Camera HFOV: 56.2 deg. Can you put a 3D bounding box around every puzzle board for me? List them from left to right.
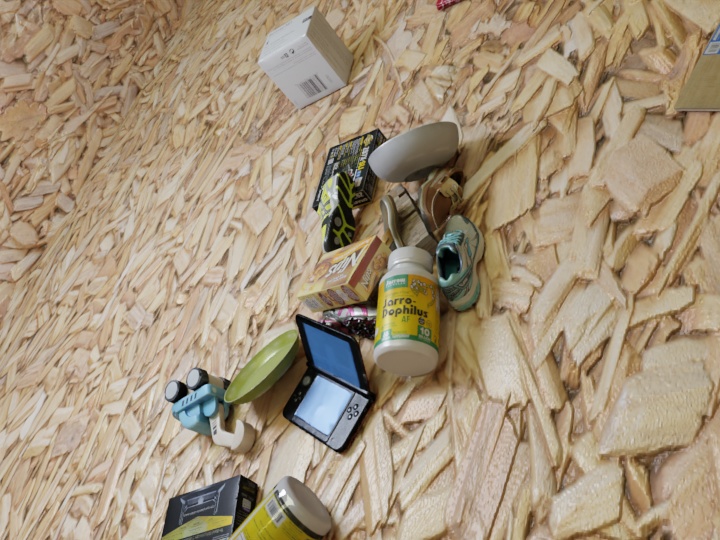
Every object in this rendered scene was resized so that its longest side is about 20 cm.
[{"bbox_3d":[0.619,-0.335,1.089,0.149,0.017,0.202,16,69,52],"label":"puzzle board"}]

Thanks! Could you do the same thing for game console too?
[{"bbox_3d":[-0.077,0.200,1.221,0.198,0.119,0.174,15,68,51],"label":"game console"}]

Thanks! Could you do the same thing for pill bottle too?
[{"bbox_3d":[-0.148,0.442,1.079,0.201,0.112,0.112,-48,37,0],"label":"pill bottle"},{"bbox_3d":[0.083,0.067,1.169,0.111,0.112,0.204,-17,52,33],"label":"pill bottle"}]

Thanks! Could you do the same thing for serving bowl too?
[{"bbox_3d":[0.118,-0.230,1.389,0.197,0.199,0.067,-25,82,27],"label":"serving bowl"}]

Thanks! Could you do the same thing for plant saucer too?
[{"bbox_3d":[-0.192,0.200,1.361,0.199,0.031,0.201,-40,14,11],"label":"plant saucer"}]

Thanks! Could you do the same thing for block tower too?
[{"bbox_3d":[0.103,-0.094,1.358,0.057,0.054,0.202,-37,39,14],"label":"block tower"}]

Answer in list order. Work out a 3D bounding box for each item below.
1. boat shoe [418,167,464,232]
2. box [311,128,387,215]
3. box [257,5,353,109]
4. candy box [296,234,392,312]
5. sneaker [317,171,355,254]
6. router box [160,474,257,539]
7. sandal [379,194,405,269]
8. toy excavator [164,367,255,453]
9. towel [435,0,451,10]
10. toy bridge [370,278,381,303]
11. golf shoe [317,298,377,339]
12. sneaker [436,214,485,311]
[{"bbox_3d":[0.161,-0.148,1.306,0.072,0.077,0.202,-11,32,24],"label":"boat shoe"},{"bbox_3d":[-0.025,-0.233,1.617,0.157,0.049,0.204,-14,48,34],"label":"box"},{"bbox_3d":[-0.156,-0.614,1.964,0.195,0.200,0.133,-17,46,34],"label":"box"},{"bbox_3d":[-0.033,0.010,1.297,0.198,0.055,0.117,-16,38,55],"label":"candy box"},{"bbox_3d":[-0.058,-0.118,1.493,0.075,0.075,0.205,-20,51,42],"label":"sneaker"},{"bbox_3d":[-0.282,0.479,1.230,0.197,0.052,0.160,-25,43,28],"label":"router box"},{"bbox_3d":[0.053,-0.050,1.312,0.052,0.081,0.205,-6,71,-13],"label":"sandal"},{"bbox_3d":[-0.305,0.304,1.395,0.192,0.099,0.204,-30,54,21],"label":"toy excavator"},{"bbox_3d":[0.298,-0.774,1.801,0.196,0.023,0.147,-7,51,39],"label":"towel"},{"bbox_3d":[0.000,0.000,1.399,0.067,0.027,0.199,-48,36,-4],"label":"toy bridge"},{"bbox_3d":[-0.003,0.079,1.293,0.197,0.073,0.094,-2,54,44],"label":"golf shoe"},{"bbox_3d":[0.173,-0.033,1.205,0.076,0.086,0.204,-22,44,28],"label":"sneaker"}]
